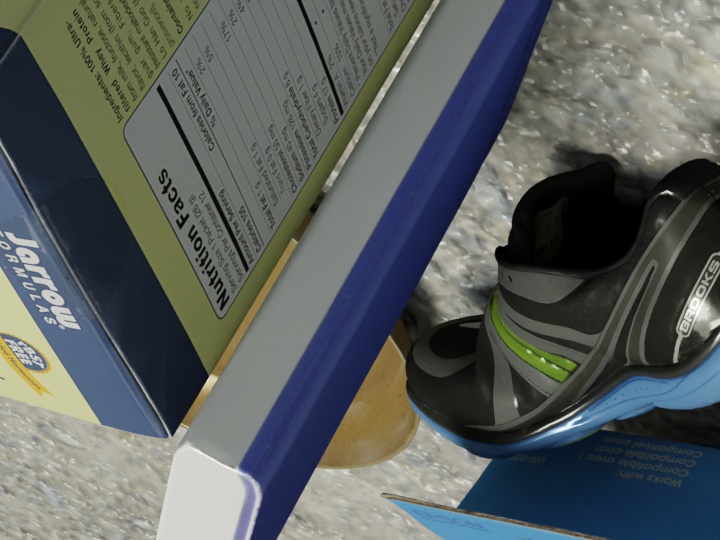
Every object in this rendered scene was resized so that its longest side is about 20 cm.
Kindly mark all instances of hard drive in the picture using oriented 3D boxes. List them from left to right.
[{"bbox_3d":[0.000,0.000,0.776,0.025,0.200,0.132,27,152,5],"label":"hard drive"}]

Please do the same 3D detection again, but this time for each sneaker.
[{"bbox_3d":[0.074,0.008,0.880,0.083,0.071,0.200,57,151,-4],"label":"sneaker"}]

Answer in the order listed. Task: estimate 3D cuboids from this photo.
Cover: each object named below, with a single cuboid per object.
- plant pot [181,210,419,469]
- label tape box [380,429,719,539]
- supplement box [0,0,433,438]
[{"bbox_3d":[-0.062,0.005,1.034,0.200,0.028,0.200,22,152,13],"label":"plant pot"},{"bbox_3d":[0.120,0.100,0.935,0.144,0.063,0.200,8,157,35],"label":"label tape box"},{"bbox_3d":[-0.104,-0.091,0.726,0.200,0.200,0.134,13,148,29],"label":"supplement box"}]
